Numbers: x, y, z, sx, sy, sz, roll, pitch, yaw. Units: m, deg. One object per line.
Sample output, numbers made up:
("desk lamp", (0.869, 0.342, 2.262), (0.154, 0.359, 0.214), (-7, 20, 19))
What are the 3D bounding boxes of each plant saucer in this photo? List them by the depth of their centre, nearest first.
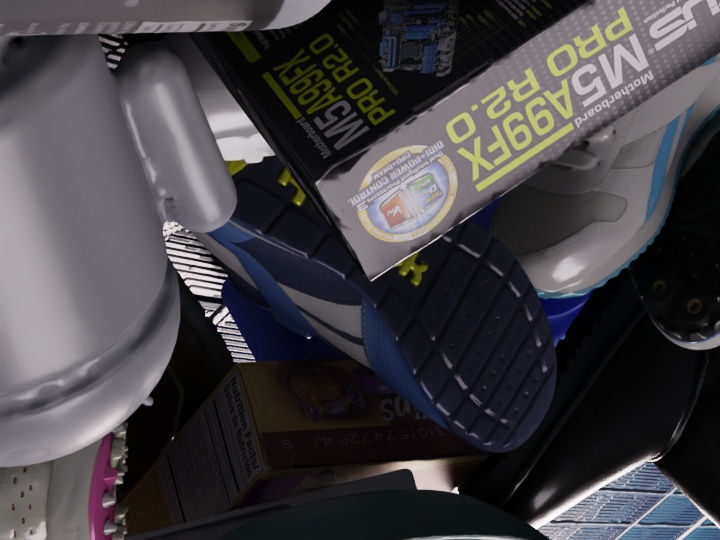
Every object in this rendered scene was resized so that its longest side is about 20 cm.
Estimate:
("plant saucer", (-0.008, 0.138, 0.884), (0.199, 0.036, 0.200), (-12, 152, -6))

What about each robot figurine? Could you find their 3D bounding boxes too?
("robot figurine", (-0.126, -0.017, 0.696), (0.169, 0.113, 0.201), (-19, 124, -8))

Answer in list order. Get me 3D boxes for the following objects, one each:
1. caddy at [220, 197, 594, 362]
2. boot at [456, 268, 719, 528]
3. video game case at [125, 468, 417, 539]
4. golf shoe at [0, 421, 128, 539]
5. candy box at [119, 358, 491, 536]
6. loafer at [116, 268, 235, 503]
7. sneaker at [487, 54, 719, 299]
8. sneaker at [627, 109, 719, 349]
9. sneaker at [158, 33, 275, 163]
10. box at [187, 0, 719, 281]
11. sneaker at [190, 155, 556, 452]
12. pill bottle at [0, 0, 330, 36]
("caddy", (0.033, 0.016, 1.001), (0.200, 0.105, 0.142), (-6, 142, -46))
("boot", (0.151, 0.089, 0.960), (0.198, 0.162, 0.073), (-49, -178, -35))
("video game case", (-0.072, 0.144, 0.923), (0.199, 0.018, 0.143), (-13, 153, -6))
("golf shoe", (-0.139, 0.077, 0.838), (0.091, 0.076, 0.200), (-2, -178, -8))
("candy box", (-0.041, 0.111, 0.961), (0.116, 0.057, 0.200), (0, 149, -33))
("loafer", (-0.108, 0.071, 0.965), (0.069, 0.075, 0.200), (-25, 154, -29))
("sneaker", (0.110, -0.076, 0.919), (0.200, 0.076, 0.081), (-56, 134, -20))
("sneaker", (0.157, -0.035, 0.964), (0.072, 0.200, 0.073), (-21, 129, 20))
("sneaker", (-0.004, -0.107, 0.801), (0.200, 0.076, 0.081), (-26, 142, -26))
("box", (0.024, -0.103, 0.674), (0.160, 0.200, 0.044), (-34, 129, -3))
("sneaker", (0.000, 0.000, 0.872), (0.074, 0.200, 0.082), (-54, -162, -22))
("pill bottle", (-0.063, -0.122, 0.568), (0.199, 0.116, 0.116), (-4, 146, -16))
